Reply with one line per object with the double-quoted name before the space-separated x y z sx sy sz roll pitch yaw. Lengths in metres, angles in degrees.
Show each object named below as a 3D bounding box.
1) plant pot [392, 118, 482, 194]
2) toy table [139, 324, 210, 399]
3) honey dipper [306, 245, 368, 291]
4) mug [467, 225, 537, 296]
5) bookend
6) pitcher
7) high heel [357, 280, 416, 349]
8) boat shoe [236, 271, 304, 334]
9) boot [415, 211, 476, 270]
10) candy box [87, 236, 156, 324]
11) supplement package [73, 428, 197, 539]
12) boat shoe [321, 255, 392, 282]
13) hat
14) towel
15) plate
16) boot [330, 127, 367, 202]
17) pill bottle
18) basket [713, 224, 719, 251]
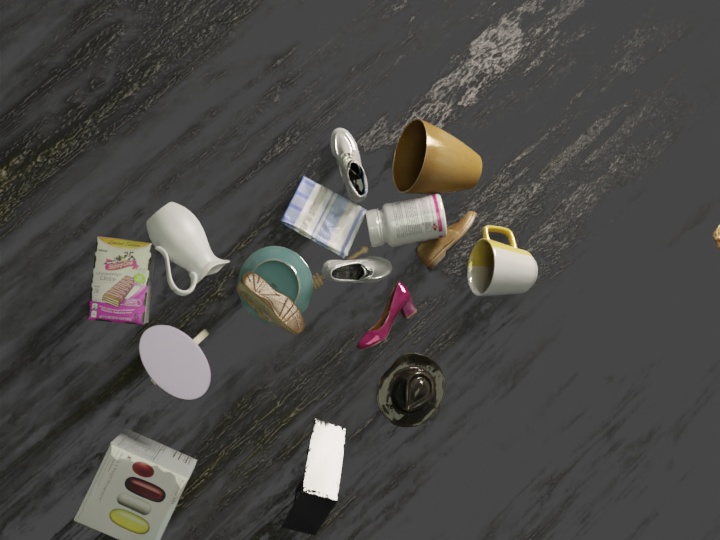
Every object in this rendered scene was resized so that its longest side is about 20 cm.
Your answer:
"plant pot" 0.211 -0.276 1.550 0.197 0.186 0.190 9 88 -22
"toy table" -0.446 0.219 1.456 0.182 0.117 0.202 -31 93 -8
"honey dipper" -0.060 -0.007 1.562 0.198 0.038 0.038 -33 94 -10
"mug" 0.387 -0.019 1.584 0.150 0.149 0.190 6 95 -17
"bookend" -0.115 0.521 1.505 0.091 0.200 0.202 17 42 -8
"pitcher" -0.439 -0.051 1.443 0.201 0.121 0.172 51 40 -9
"high heel" 0.055 0.118 1.558 0.199 0.067 0.097 -35 104 -13
"boat shoe" -0.225 0.091 1.484 0.199 0.065 0.072 41 42 -5
"boot" 0.229 -0.097 1.596 0.075 0.074 0.200 44 85 4
"candy box" -0.583 0.025 1.465 0.134 0.061 0.204 6 88 -8
"supplement package" -0.529 0.521 1.423 0.197 0.147 0.194 25 85 -7
"boat shoe" 0.000 0.000 1.536 0.197 0.068 0.073 5 101 -26
"hat" 0.143 0.322 1.567 0.196 0.081 0.205 0 90 -10
"towel" -0.093 -0.141 1.550 0.198 0.024 0.149 28 75 -4
"plate" -0.219 0.040 1.519 0.196 0.026 0.204 0 95 3
"boot" -0.023 -0.279 1.541 0.072 0.096 0.203 -20 92 -9
"pill bottle" 0.117 -0.125 1.543 0.196 0.113 0.116 -11 91 2
"basket" 1.139 -0.076 1.699 0.199 0.149 0.143 41 83 -7
